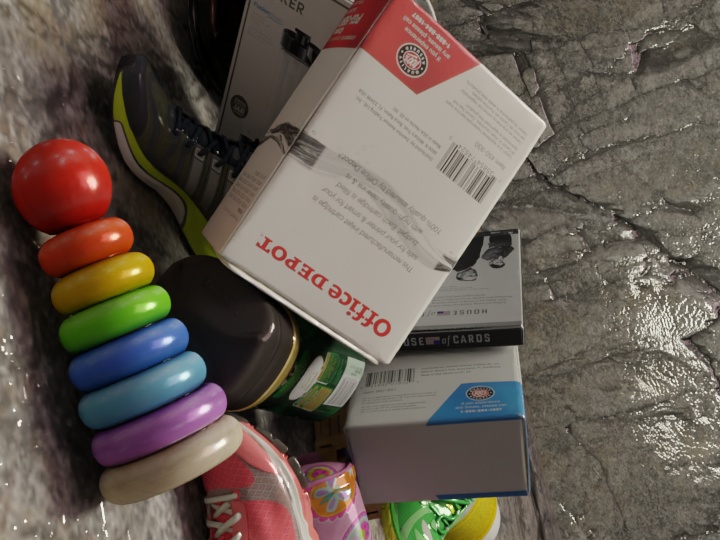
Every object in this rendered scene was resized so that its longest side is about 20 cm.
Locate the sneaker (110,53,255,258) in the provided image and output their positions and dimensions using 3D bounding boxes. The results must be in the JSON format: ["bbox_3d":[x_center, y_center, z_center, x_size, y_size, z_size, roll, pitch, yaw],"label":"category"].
[{"bbox_3d":[-0.117,-0.084,0.640,0.201,0.080,0.074,60,20,-44],"label":"sneaker"}]

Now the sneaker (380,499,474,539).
[{"bbox_3d":[0.065,0.205,0.769,0.201,0.083,0.075,-85,156,-49],"label":"sneaker"}]

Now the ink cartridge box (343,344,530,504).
[{"bbox_3d":[0.072,0.107,0.755,0.201,0.143,0.085,-77,158,-62],"label":"ink cartridge box"}]

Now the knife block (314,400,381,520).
[{"bbox_3d":[0.013,0.184,0.880,0.176,0.063,0.202,54,25,-51],"label":"knife block"}]

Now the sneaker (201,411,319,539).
[{"bbox_3d":[-0.071,0.188,0.561,0.087,0.073,0.202,-33,96,-42],"label":"sneaker"}]

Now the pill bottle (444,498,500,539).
[{"bbox_3d":[0.104,0.275,1.030,0.200,0.113,0.115,56,23,-50],"label":"pill bottle"}]

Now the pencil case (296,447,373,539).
[{"bbox_3d":[-0.020,0.248,0.661,0.087,0.086,0.202,-9,82,-75],"label":"pencil case"}]

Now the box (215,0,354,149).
[{"bbox_3d":[-0.049,-0.144,0.684,0.116,0.201,0.060,37,37,19],"label":"box"}]

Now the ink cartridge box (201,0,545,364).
[{"bbox_3d":[0.007,-0.062,0.574,0.146,0.201,0.083,35,0,-25],"label":"ink cartridge box"}]

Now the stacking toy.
[{"bbox_3d":[-0.140,0.023,0.477,0.202,0.085,0.085,68,15,-1],"label":"stacking toy"}]

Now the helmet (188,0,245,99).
[{"bbox_3d":[-0.064,-0.256,0.810,0.201,0.198,0.192,58,33,-47],"label":"helmet"}]

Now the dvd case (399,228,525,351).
[{"bbox_3d":[0.081,0.015,0.808,0.201,0.148,0.025,-71,154,-61],"label":"dvd case"}]

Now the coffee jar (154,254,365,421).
[{"bbox_3d":[-0.074,0.055,0.617,0.104,0.086,0.200,37,1,22],"label":"coffee jar"}]

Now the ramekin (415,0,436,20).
[{"bbox_3d":[-0.016,-0.249,0.969,0.105,0.198,0.203,128,-51,-77],"label":"ramekin"}]
